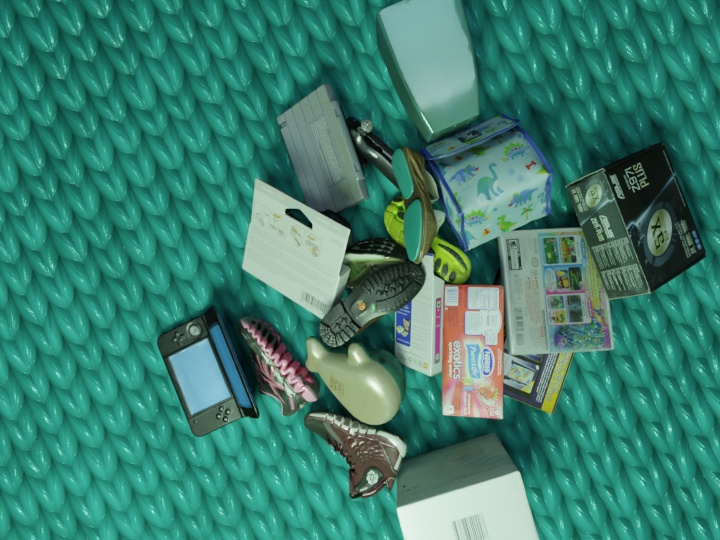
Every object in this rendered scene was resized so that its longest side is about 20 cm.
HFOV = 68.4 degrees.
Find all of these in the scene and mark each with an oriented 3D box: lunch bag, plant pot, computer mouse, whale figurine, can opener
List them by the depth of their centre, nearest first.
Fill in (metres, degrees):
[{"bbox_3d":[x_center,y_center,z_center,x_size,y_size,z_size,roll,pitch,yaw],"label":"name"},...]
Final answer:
[{"bbox_3d":[0.207,-0.167,0.893,0.164,0.129,0.205,-21,53,3],"label":"lunch bag"},{"bbox_3d":[0.122,-0.335,0.897,0.136,0.141,0.207,-19,93,4],"label":"plant pot"},{"bbox_3d":[-0.099,-0.087,0.936,0.194,0.034,0.061,20,111,23],"label":"computer mouse"},{"bbox_3d":[-0.007,0.176,0.936,0.195,0.104,0.164,25,132,23],"label":"whale figurine"},{"bbox_3d":[0.040,-0.198,0.948,0.197,0.079,0.064,35,54,-1],"label":"can opener"}]

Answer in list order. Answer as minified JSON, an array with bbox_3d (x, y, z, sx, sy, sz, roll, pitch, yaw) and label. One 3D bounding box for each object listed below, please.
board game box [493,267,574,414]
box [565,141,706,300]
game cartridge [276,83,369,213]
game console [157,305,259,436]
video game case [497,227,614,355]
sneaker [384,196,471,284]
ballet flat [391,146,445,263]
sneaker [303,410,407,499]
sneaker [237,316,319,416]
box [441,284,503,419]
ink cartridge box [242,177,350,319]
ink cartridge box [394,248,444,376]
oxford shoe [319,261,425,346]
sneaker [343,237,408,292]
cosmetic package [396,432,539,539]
[{"bbox_3d":[0.290,0.121,0.932,0.160,0.057,0.207,20,92,1],"label":"board game box"},{"bbox_3d":[0.453,-0.082,0.872,0.159,0.086,0.207,-21,89,-24],"label":"box"},{"bbox_3d":[-0.065,-0.202,0.932,0.126,0.038,0.207,-20,89,30],"label":"game cartridge"},{"bbox_3d":[-0.273,0.184,0.936,0.166,0.118,0.207,-24,89,3],"label":"game console"},{"bbox_3d":[0.326,0.033,0.890,0.174,0.024,0.209,-2,80,-2],"label":"video game case"},{"bbox_3d":[0.112,-0.045,0.931,0.074,0.084,0.201,-41,70,-2],"label":"sneaker"},{"bbox_3d":[0.102,-0.111,0.880,0.070,0.068,0.208,1,66,-26],"label":"ballet flat"},{"bbox_3d":[-0.023,0.322,0.913,0.192,0.076,0.119,11,64,18],"label":"sneaker"},{"bbox_3d":[-0.165,0.177,0.957,0.095,0.079,0.201,-42,87,15],"label":"sneaker"},{"bbox_3d":[0.184,0.127,0.864,0.095,0.095,0.209,0,87,14],"label":"box"},{"bbox_3d":[-0.105,-0.039,0.898,0.196,0.044,0.181,29,122,19],"label":"ink cartridge box"},{"bbox_3d":[0.099,0.068,0.910,0.036,0.093,0.209,-10,104,-37],"label":"ink cartridge box"},{"bbox_3d":[0.020,0.049,0.880,0.195,0.084,0.074,-31,84,4],"label":"oxford shoe"},{"bbox_3d":[0.000,0.000,0.931,0.193,0.077,0.092,-5,113,30],"label":"sneaker"},{"bbox_3d":[0.164,0.378,0.871,0.192,0.200,0.128,-17,87,3],"label":"cosmetic package"}]
